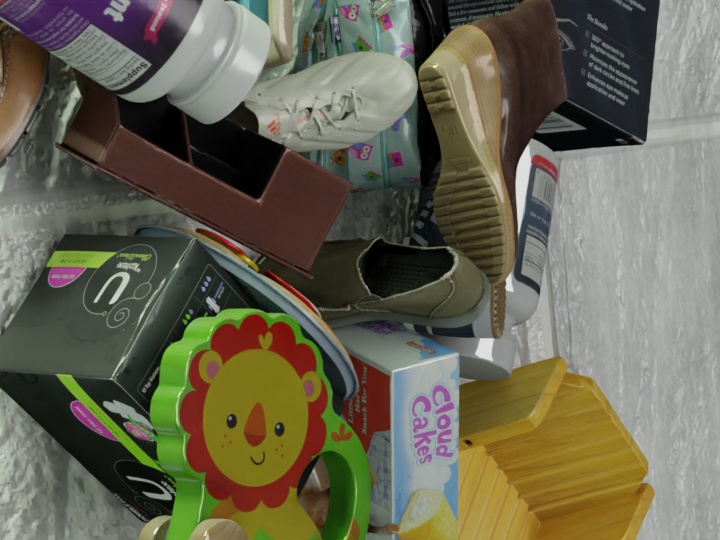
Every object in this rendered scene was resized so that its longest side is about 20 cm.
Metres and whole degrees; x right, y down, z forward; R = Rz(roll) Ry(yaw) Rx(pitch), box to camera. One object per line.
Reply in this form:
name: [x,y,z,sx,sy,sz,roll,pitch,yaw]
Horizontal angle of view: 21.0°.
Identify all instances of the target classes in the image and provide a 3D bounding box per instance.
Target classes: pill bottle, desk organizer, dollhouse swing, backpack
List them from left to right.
pill bottle: [-0.160,-0.182,1.289,0.199,0.111,0.112,32,63,-29]
desk organizer: [-0.108,-0.074,1.386,0.199,0.072,0.077,28,90,-36]
backpack: [0.011,-0.164,1.577,0.167,0.126,0.202,-17,106,-81]
pill bottle: [0.102,-0.013,1.698,0.119,0.119,0.201,27,68,-46]
dollhouse swing: [0.146,0.220,1.711,0.200,0.181,0.176,54,30,-34]

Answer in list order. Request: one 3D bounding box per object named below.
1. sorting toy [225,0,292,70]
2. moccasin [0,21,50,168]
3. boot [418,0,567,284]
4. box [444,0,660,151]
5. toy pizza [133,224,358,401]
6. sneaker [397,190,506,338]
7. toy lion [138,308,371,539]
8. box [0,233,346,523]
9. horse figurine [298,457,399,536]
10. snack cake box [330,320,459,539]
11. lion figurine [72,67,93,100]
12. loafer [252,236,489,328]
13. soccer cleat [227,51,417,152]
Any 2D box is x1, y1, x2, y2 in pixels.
sorting toy: [-0.101,-0.234,1.423,0.036,0.200,0.187,1,87,-27]
moccasin: [-0.249,-0.161,1.326,0.077,0.073,0.203,19,76,-32]
boot: [0.123,-0.107,1.550,0.166,0.072,0.201,-33,116,-44]
box: [0.178,-0.234,1.803,0.196,0.117,0.201,21,73,-47]
toy pizza: [-0.080,0.025,1.417,0.032,0.200,0.200,-54,128,-19]
sneaker: [0.066,-0.040,1.613,0.070,0.108,0.201,53,37,-65]
toy lion: [-0.064,0.128,1.314,0.199,0.068,0.193,24,72,-44]
box: [-0.137,0.083,1.381,0.200,0.148,0.125,49,57,-36]
horse figurine: [-0.039,0.146,1.535,0.050,0.132,0.201,-16,87,-37]
snack cake box: [0.019,0.148,1.552,0.067,0.115,0.201,-13,113,-31]
lion figurine: [-0.146,-0.198,1.387,0.072,0.200,0.123,-4,57,-54]
loafer: [0.000,0.000,1.519,0.070,0.199,0.076,68,25,-55]
soccer cleat: [-0.053,-0.118,1.472,0.078,0.199,0.070,-81,159,-83]
